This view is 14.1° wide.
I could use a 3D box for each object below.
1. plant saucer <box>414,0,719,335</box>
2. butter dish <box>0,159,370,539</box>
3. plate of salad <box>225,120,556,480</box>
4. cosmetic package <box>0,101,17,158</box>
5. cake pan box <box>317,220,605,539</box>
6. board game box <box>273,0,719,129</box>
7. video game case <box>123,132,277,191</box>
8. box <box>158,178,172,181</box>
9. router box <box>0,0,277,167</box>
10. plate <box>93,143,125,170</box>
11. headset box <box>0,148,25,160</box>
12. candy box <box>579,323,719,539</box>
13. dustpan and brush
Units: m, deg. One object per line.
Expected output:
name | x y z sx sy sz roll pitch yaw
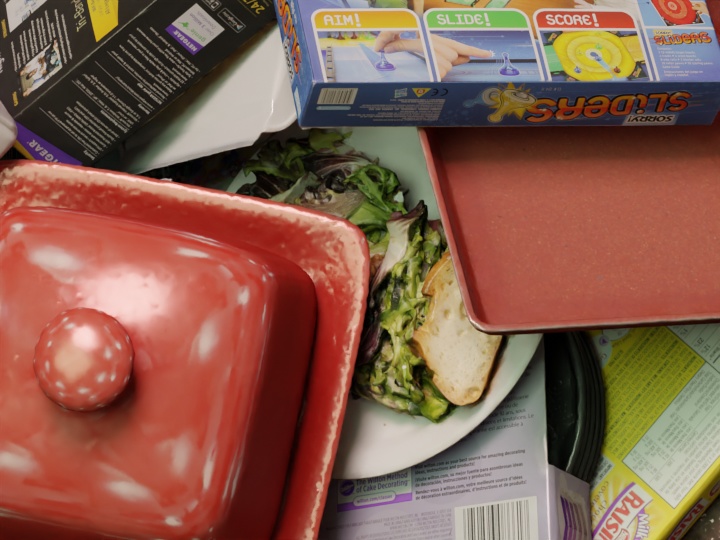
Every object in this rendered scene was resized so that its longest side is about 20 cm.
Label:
plant saucer | 0.120 -0.049 1.345 0.200 0.037 0.200 -3 55 -17
butter dish | -0.111 0.048 1.290 0.200 0.148 0.200 11 83 7
plate of salad | 0.000 0.000 1.378 0.200 0.048 0.200 -11 67 26
cosmetic package | -0.304 -0.073 1.368 0.200 0.166 0.167 -45 40 7
cake pan box | 0.018 0.073 1.398 0.200 0.052 0.184 -13 68 26
board game box | 0.059 -0.129 1.343 0.200 0.034 0.136 -1 55 -16
video game case | -0.039 -0.130 1.507 0.200 0.024 0.182 -18 71 17
box | -0.149 0.062 1.393 0.136 0.038 0.200 -4 78 -4
router box | -0.117 -0.155 1.451 0.157 0.052 0.200 -37 35 16
plate | -0.204 -0.019 1.547 0.200 0.026 0.201 -6 75 22
headset box | -0.270 0.019 1.502 0.200 0.093 0.174 -6 76 23
candy box | 0.136 0.068 1.379 0.200 0.026 0.102 -50 62 5
dustpan and brush | -0.038 -0.130 1.445 0.139 0.057 0.200 -10 56 54
